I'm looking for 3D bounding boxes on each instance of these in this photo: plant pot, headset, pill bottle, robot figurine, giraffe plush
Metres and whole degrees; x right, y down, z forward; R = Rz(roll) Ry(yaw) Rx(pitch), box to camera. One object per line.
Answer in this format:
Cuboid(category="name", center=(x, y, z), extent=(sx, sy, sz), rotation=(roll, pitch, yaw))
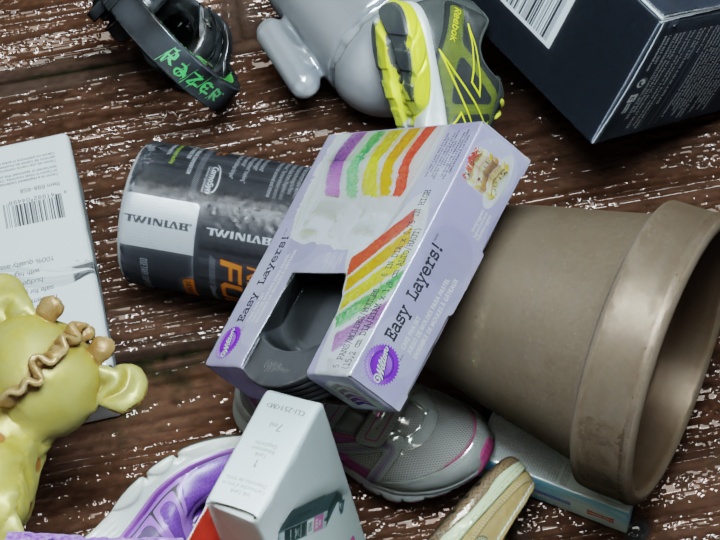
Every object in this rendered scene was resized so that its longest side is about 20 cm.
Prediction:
Cuboid(category="plant pot", center=(0.132, 0.036, 1.501), extent=(0.174, 0.200, 0.200), rotation=(17, 63, 18))
Cuboid(category="headset", center=(-0.145, -0.201, 1.734), extent=(0.094, 0.123, 0.200), rotation=(-45, 39, 7))
Cuboid(category="pill bottle", center=(-0.066, -0.026, 1.637), extent=(0.200, 0.106, 0.106), rotation=(10, 61, 10))
Cuboid(category="robot figurine", center=(0.006, -0.196, 1.725), extent=(0.169, 0.113, 0.200), rotation=(-33, 63, -5))
Cuboid(category="giraffe plush", center=(-0.235, 0.095, 1.486), extent=(0.173, 0.200, 0.162), rotation=(40, 76, -23))

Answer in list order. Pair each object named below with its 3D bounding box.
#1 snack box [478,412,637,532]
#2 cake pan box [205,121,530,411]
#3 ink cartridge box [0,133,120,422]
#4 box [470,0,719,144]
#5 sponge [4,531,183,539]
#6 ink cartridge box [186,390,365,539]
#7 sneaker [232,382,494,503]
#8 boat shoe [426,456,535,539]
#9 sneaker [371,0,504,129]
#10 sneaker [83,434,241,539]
Cuboid(category="snack box", center=(0.169, 0.073, 1.605), extent=(0.116, 0.037, 0.200), rotation=(20, 64, 13))
Cuboid(category="cake pan box", center=(0.000, 0.000, 1.482), extent=(0.052, 0.184, 0.200), rotation=(36, 72, -26))
Cuboid(category="ink cartridge box", center=(-0.258, 0.018, 1.637), extent=(0.144, 0.084, 0.200), rotation=(-12, 60, -4))
Cuboid(category="box", center=(0.193, -0.214, 1.672), extent=(0.196, 0.124, 0.200), rotation=(-16, 55, -41))
Cuboid(category="sponge", center=(-0.158, 0.247, 1.438), extent=(0.111, 0.200, 0.030), rotation=(0, 35, 5))
Cuboid(category="ink cartridge box", center=(-0.060, 0.202, 1.442), extent=(0.043, 0.200, 0.174), rotation=(13, 55, 22))
Cuboid(category="sneaker", center=(-0.006, 0.095, 1.563), extent=(0.200, 0.088, 0.081), rotation=(13, 62, 20))
Cuboid(category="boat shoe", center=(0.062, 0.218, 1.519), extent=(0.076, 0.072, 0.200), rotation=(37, 81, 7))
Cuboid(category="sneaker", center=(0.070, -0.103, 1.643), extent=(0.084, 0.200, 0.074), rotation=(-18, 19, -22))
Cuboid(category="sneaker", center=(-0.140, 0.193, 1.549), extent=(0.083, 0.081, 0.200), rotation=(44, 80, 10))
